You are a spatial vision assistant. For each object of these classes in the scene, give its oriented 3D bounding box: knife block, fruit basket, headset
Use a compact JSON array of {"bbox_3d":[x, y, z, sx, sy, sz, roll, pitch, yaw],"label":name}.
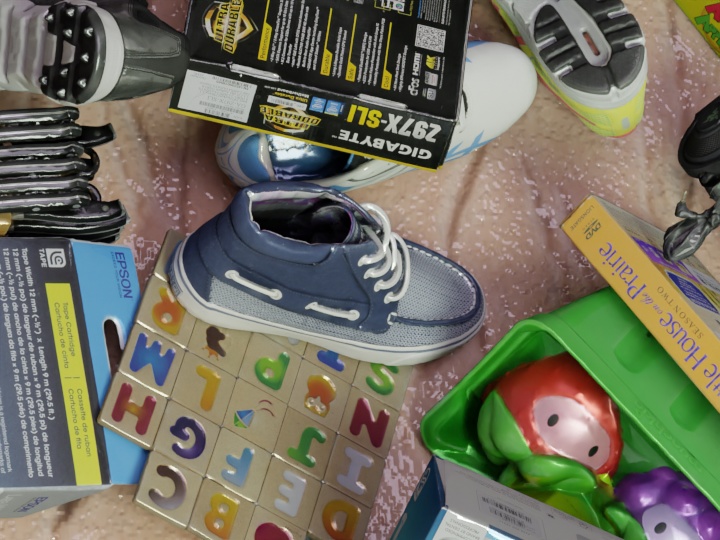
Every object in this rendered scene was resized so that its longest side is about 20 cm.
[{"bbox_3d":[-0.233,-0.037,1.624,0.175,0.199,0.064,27,50,-58],"label":"knife block"},{"bbox_3d":[0.118,0.138,1.627,0.214,0.156,0.217,17,51,-23],"label":"fruit basket"},{"bbox_3d":[0.226,-0.040,1.717,0.094,0.200,0.124,-38,84,13],"label":"headset"}]

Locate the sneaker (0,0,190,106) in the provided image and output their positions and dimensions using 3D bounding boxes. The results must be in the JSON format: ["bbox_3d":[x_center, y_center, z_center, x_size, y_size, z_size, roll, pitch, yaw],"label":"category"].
[{"bbox_3d":[-0.161,-0.126,1.623,0.090,0.200,0.067,1,102,-37],"label":"sneaker"}]

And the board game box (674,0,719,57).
[{"bbox_3d":[0.266,-0.163,1.833,0.101,0.048,0.200,-35,83,-26],"label":"board game box"}]

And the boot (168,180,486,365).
[{"bbox_3d":[0.000,0.000,1.642,0.199,0.090,0.073,5,63,-30],"label":"boot"}]

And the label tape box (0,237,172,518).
[{"bbox_3d":[-0.209,0.058,1.580,0.199,0.066,0.144,2,69,-35],"label":"label tape box"}]

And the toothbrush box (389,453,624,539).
[{"bbox_3d":[0.060,0.222,1.544,0.146,0.085,0.201,25,104,-8],"label":"toothbrush box"}]

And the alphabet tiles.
[{"bbox_3d":[-0.055,0.068,1.634,0.166,0.006,0.201,30,53,-17],"label":"alphabet tiles"}]

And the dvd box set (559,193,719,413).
[{"bbox_3d":[0.207,0.048,1.661,0.029,0.146,0.200,-45,64,13],"label":"dvd box set"}]

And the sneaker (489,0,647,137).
[{"bbox_3d":[0.115,-0.157,1.773,0.078,0.090,0.201,-24,56,2],"label":"sneaker"}]

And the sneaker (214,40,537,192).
[{"bbox_3d":[0.016,-0.083,1.701,0.199,0.072,0.072,-16,108,-18],"label":"sneaker"}]

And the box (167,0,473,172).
[{"bbox_3d":[-0.016,-0.160,1.681,0.158,0.049,0.201,11,51,-5],"label":"box"}]
